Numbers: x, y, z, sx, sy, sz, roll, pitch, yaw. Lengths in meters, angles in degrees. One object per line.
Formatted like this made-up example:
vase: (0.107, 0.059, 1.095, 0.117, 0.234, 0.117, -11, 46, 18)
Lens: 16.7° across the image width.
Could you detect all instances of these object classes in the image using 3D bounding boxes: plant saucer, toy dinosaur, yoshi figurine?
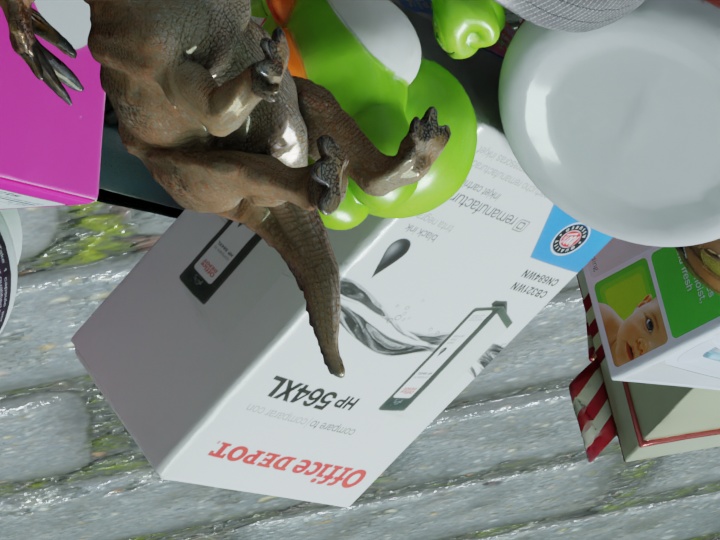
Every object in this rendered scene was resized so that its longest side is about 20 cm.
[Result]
plant saucer: (-0.119, -0.054, 1.107, 0.199, 0.028, 0.200, 16, -178, -1)
toy dinosaur: (-0.059, -0.061, 0.803, 0.135, 0.201, 0.086, -6, -147, 35)
yoshi figurine: (-0.006, -0.100, 0.912, 0.111, 0.201, 0.112, 2, 153, -25)

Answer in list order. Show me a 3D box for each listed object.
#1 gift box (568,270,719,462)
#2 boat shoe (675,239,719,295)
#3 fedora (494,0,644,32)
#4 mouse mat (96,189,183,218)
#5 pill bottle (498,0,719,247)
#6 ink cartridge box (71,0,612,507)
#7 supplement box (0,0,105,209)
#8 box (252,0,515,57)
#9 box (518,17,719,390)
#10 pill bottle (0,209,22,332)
gift box: (0.221, 0.018, 1.414, 0.183, 0.201, 0.187, -3, 160, -12)
boat shoe: (0.131, -0.077, 1.064, 0.071, 0.201, 0.068, -3, 140, -14)
fedora: (0.034, -0.164, 0.838, 0.090, 0.178, 0.199, -10, 174, 41)
mouse mat: (-0.143, -0.045, 1.138, 0.160, 0.008, 0.200, 17, -177, 37)
pill bottle: (0.136, -0.111, 0.968, 0.115, 0.200, 0.116, 14, 133, 16)
ink cartridge box: (0.000, 0.000, 1.026, 0.200, 0.084, 0.146, -48, 148, 17)
supplement box: (-0.197, -0.077, 0.921, 0.199, 0.102, 0.103, -3, 170, 37)
box: (-0.006, -0.085, 1.081, 0.103, 0.095, 0.200, -46, 149, 17)
box: (0.184, -0.069, 1.133, 0.096, 0.201, 0.176, 5, 155, -42)
pill bottle: (-0.224, 0.013, 1.089, 0.112, 0.113, 0.200, -21, -168, 23)
